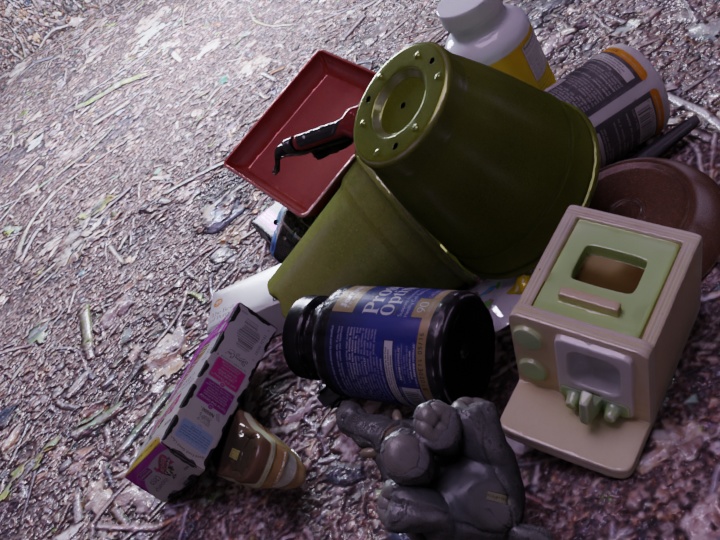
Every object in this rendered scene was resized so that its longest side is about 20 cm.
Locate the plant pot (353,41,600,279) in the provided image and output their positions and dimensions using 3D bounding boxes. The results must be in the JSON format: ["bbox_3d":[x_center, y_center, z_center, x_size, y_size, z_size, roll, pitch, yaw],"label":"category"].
[{"bbox_3d":[0.101,-0.123,0.999,0.199,0.191,0.204,-29,47,37],"label":"plant pot"}]

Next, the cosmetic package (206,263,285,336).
[{"bbox_3d":[-0.101,0.033,1.296,0.197,0.051,0.083,-23,33,17],"label":"cosmetic package"}]

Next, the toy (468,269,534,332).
[{"bbox_3d":[0.122,0.062,1.052,0.199,0.047,0.116,-37,16,29],"label":"toy"}]

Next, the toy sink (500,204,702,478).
[{"bbox_3d":[0.212,0.056,0.901,0.128,0.113,0.201,17,57,29],"label":"toy sink"}]

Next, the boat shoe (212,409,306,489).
[{"bbox_3d":[-0.106,0.202,1.078,0.073,0.075,0.200,-68,17,-3],"label":"boat shoe"}]

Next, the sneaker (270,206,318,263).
[{"bbox_3d":[-0.073,-0.057,1.307,0.090,0.078,0.201,-39,12,31],"label":"sneaker"}]

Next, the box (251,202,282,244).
[{"bbox_3d":[-0.046,-0.099,1.427,0.199,0.036,0.143,-40,34,-11],"label":"box"}]

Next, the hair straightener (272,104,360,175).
[{"bbox_3d":[-0.012,-0.146,1.127,0.197,0.077,0.042,-22,76,24],"label":"hair straightener"}]

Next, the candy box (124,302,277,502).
[{"bbox_3d":[-0.183,0.151,1.163,0.136,0.061,0.202,-43,18,50],"label":"candy box"}]

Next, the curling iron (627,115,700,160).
[{"bbox_3d":[0.305,-0.105,1.132,0.199,0.026,0.050,-40,39,-7],"label":"curling iron"}]

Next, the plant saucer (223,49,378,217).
[{"bbox_3d":[-0.051,-0.165,1.240,0.200,0.037,0.199,-51,43,-6],"label":"plant saucer"}]

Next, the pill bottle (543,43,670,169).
[{"bbox_3d":[0.245,-0.161,1.156,0.198,0.117,0.116,-33,32,-8],"label":"pill bottle"}]

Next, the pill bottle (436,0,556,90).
[{"bbox_3d":[0.171,-0.254,1.247,0.110,0.201,0.113,-23,34,17],"label":"pill bottle"}]

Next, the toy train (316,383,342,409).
[{"bbox_3d":[0.028,0.088,1.085,0.199,0.034,0.046,-38,6,30],"label":"toy train"}]

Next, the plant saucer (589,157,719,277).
[{"bbox_3d":[0.279,-0.050,1.048,0.197,0.037,0.203,-19,45,20],"label":"plant saucer"}]

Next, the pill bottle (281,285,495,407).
[{"bbox_3d":[0.023,0.072,0.987,0.197,0.113,0.113,2,47,36],"label":"pill bottle"}]

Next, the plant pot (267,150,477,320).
[{"bbox_3d":[0.000,0.000,1.144,0.184,0.200,0.201,-43,32,7],"label":"plant pot"}]

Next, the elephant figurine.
[{"bbox_3d":[0.065,0.180,0.908,0.139,0.158,0.200,-7,-10,-11],"label":"elephant figurine"}]
